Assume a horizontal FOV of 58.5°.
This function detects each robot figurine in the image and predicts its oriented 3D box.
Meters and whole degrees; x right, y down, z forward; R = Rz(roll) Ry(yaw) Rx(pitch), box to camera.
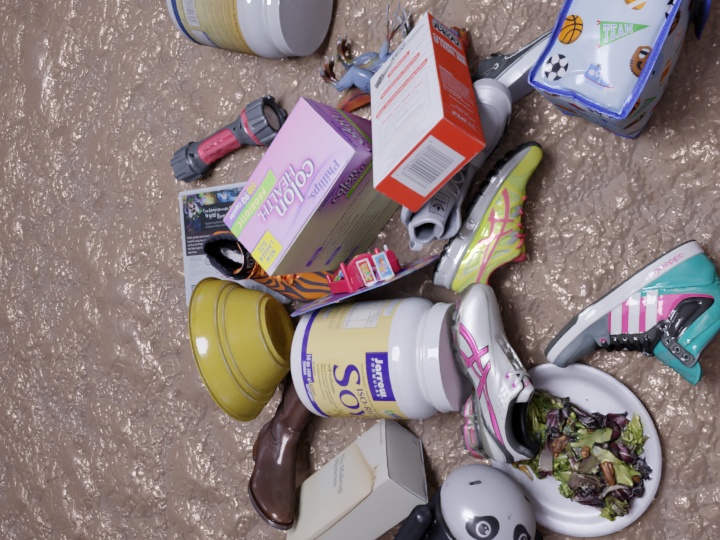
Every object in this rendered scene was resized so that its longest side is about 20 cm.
[{"bbox_3d":[0.124,0.326,0.756,0.124,0.149,0.203,39,118,29],"label":"robot figurine"}]

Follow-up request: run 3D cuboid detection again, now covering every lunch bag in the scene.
[{"bbox_3d":[0.270,-0.246,0.630,0.122,0.169,0.203,28,105,21],"label":"lunch bag"}]

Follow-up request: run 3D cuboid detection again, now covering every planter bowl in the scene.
[{"bbox_3d":[-0.141,0.093,0.868,0.082,0.200,0.204,-19,83,14],"label":"planter bowl"}]

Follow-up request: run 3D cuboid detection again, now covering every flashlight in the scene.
[{"bbox_3d":[-0.199,-0.187,0.953,0.197,0.067,0.069,-22,77,27],"label":"flashlight"}]

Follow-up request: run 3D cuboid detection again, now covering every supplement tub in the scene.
[{"bbox_3d":[-0.150,-0.370,0.872,0.197,0.144,0.147,20,102,26],"label":"supplement tub"},{"bbox_3d":[0.029,0.109,0.796,0.196,0.145,0.149,-6,90,29],"label":"supplement tub"}]

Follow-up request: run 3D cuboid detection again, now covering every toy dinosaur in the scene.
[{"bbox_3d":[0.047,-0.262,0.829,0.178,0.106,0.203,17,135,17],"label":"toy dinosaur"}]

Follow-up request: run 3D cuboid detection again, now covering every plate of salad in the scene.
[{"bbox_3d":[0.239,0.209,0.741,0.196,0.048,0.205,1,92,29],"label":"plate of salad"}]

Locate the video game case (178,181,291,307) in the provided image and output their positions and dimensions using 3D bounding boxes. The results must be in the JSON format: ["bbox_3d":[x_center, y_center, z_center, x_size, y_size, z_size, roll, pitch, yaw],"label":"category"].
[{"bbox_3d":[-0.195,-0.039,0.984,0.196,0.023,0.186,-3,91,30],"label":"video game case"}]

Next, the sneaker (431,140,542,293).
[{"bbox_3d":[0.166,-0.054,0.760,0.089,0.078,0.202,30,108,3],"label":"sneaker"}]

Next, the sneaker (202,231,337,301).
[{"bbox_3d":[-0.125,-0.002,0.873,0.196,0.112,0.079,13,93,7],"label":"sneaker"}]

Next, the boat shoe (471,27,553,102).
[{"bbox_3d":[0.156,-0.221,0.754,0.199,0.068,0.057,-35,76,28],"label":"boat shoe"}]

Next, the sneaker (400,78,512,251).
[{"bbox_3d":[0.107,-0.111,0.729,0.074,0.116,0.201,25,133,-9],"label":"sneaker"}]

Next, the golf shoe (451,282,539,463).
[{"bbox_3d":[0.158,0.113,0.727,0.091,0.072,0.205,-7,92,43],"label":"golf shoe"}]

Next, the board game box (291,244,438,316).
[{"bbox_3d":[0.000,0.000,0.797,0.197,0.158,0.040,-20,94,28],"label":"board game box"}]

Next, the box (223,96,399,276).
[{"bbox_3d":[-0.038,-0.095,0.792,0.097,0.199,0.177,45,112,18],"label":"box"}]

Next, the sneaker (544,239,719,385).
[{"bbox_3d":[0.304,0.076,0.682,0.199,0.083,0.122,-41,64,23],"label":"sneaker"}]

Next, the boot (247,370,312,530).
[{"bbox_3d":[-0.086,0.213,0.872,0.202,0.063,0.187,-61,28,16],"label":"boot"}]

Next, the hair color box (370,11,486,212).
[{"bbox_3d":[0.067,-0.176,0.703,0.111,0.063,0.203,-42,35,37],"label":"hair color box"}]

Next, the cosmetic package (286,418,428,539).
[{"bbox_3d":[-0.008,0.297,0.842,0.073,0.104,0.200,36,115,-21],"label":"cosmetic package"}]
